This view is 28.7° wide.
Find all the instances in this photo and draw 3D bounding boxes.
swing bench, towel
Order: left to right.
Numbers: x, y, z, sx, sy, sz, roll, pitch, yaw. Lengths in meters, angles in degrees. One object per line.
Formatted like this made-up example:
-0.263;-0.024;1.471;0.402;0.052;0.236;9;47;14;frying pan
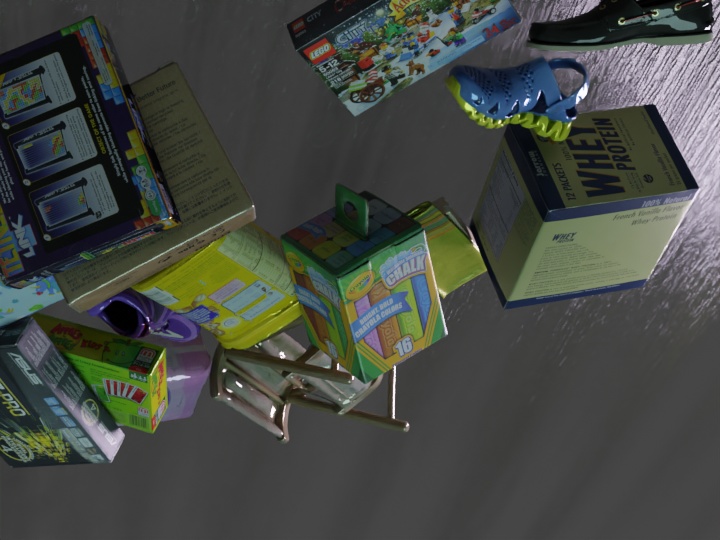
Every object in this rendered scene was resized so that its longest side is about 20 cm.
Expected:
-0.062;0.128;1.821;0.200;0.130;0.199;-8;154;22;swing bench
0.092;-0.023;1.742;0.086;0.018;0.200;-29;147;16;towel

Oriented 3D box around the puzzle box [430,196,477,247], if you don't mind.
0.045;-0.011;1.774;0.200;0.025;0.133;-28;147;12;puzzle box

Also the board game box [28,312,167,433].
-0.323;0.112;1.616;0.200;0.048;0.102;14;134;9;board game box

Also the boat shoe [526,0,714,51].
0.273;-0.265;1.487;0.201;0.074;0.063;-7;109;-2;boat shoe

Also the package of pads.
-0.294;0.140;1.763;0.200;0.076;0.121;-4;142;-24;package of pads

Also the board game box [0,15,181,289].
-0.276;-0.105;1.281;0.165;0.200;0.057;-21;175;4;board game box

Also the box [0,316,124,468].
-0.384;0.143;1.597;0.161;0.049;0.200;-8;130;29;box

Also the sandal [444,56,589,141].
0.174;-0.199;1.520;0.200;0.080;0.087;0;140;-44;sandal

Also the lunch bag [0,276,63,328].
-0.358;-0.027;1.464;0.200;0.083;0.161;-25;149;8;lunch bag

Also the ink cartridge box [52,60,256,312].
-0.224;-0.079;1.349;0.200;0.165;0.075;-28;173;-5;ink cartridge box

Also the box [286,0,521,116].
0.045;-0.246;1.402;0.200;0.038;0.137;-29;148;13;box

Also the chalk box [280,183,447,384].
0.000;0.000;1.587;0.124;0.125;0.200;-30;126;-21;chalk box

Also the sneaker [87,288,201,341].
-0.259;0.054;1.644;0.081;0.084;0.200;-34;147;22;sneaker

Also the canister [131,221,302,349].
-0.159;0.001;1.620;0.148;0.087;0.200;-32;145;17;canister

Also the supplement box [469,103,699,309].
0.263;-0.075;1.695;0.200;0.134;0.200;-9;147;-18;supplement box
